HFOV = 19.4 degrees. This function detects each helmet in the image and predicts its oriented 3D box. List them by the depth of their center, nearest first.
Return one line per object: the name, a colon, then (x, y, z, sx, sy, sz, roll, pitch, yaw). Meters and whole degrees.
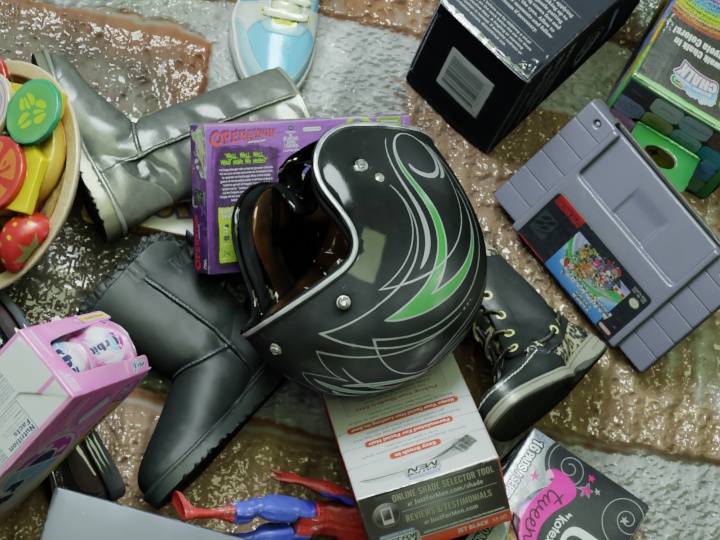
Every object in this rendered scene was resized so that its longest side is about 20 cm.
helmet: (0.000, 0.000, 1.607, 0.199, 0.200, 0.191, -7, 75, -14)

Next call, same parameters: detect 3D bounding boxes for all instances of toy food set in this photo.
toy food set: (-0.300, -0.077, 1.652, 0.200, 0.049, 0.199, 11, 82, 37)

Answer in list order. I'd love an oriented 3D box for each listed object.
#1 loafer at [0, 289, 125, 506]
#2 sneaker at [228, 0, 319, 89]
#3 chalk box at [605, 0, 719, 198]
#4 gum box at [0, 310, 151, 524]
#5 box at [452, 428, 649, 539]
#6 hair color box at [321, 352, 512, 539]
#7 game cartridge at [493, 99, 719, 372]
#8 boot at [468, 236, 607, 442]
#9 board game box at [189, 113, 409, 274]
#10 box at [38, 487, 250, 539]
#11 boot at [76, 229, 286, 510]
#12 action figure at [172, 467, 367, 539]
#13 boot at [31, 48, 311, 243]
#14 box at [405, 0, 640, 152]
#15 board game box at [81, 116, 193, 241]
loafer: (-0.258, 0.104, 1.641, 0.063, 0.072, 0.200, -31, 81, -16)
sneaker: (-0.061, -0.254, 1.781, 0.079, 0.131, 0.201, 8, 69, -9)
chalk box: (0.289, -0.153, 1.821, 0.125, 0.124, 0.200, 32, 68, 0)
gum box: (-0.255, 0.116, 1.552, 0.200, 0.113, 0.066, -45, 79, 22)
box: (0.116, 0.246, 1.627, 0.115, 0.132, 0.200, 33, 67, 1)
hair color box: (0.038, 0.131, 1.619, 0.111, 0.200, 0.064, -17, 117, -2)
game cartridge: (0.216, -0.027, 1.764, 0.130, 0.038, 0.200, -43, 80, 21)
boot: (0.104, 0.050, 1.694, 0.154, 0.074, 0.203, 45, 27, 10)
board game box: (-0.046, -0.064, 1.708, 0.200, 0.032, 0.120, -5, 102, -34)
box: (-0.148, 0.254, 1.544, 0.199, 0.182, 0.104, 16, 67, -6)
boot: (-0.155, 0.073, 1.670, 0.162, 0.073, 0.198, 41, 60, 3)
action figure: (-0.053, 0.195, 1.649, 0.199, 0.052, 0.066, 2, 109, -24)
boot: (-0.150, -0.128, 1.721, 0.200, 0.073, 0.182, -25, 88, -14)
box: (0.152, -0.222, 1.805, 0.104, 0.148, 0.200, 44, 66, 7)
board game box: (-0.126, -0.065, 1.754, 0.199, 0.030, 0.096, 12, 67, -5)
